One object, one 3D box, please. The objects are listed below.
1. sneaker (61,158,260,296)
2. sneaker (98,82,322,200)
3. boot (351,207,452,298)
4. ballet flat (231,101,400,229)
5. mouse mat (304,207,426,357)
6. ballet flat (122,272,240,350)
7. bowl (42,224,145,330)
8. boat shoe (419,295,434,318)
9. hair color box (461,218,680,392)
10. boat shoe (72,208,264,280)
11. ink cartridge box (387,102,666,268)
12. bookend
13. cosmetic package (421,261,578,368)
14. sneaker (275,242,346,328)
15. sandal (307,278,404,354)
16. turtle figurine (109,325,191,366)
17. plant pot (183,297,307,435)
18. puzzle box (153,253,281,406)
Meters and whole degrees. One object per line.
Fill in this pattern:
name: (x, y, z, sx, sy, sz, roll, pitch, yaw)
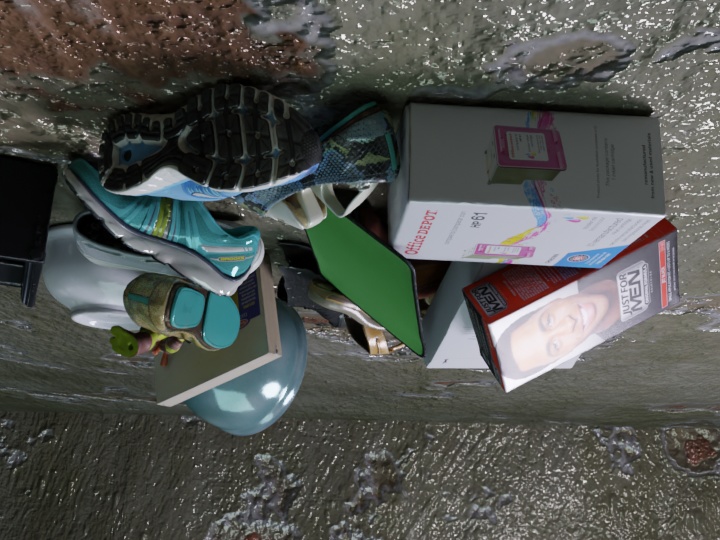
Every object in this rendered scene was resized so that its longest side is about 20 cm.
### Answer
sneaker: (-0.185, -0.053, 0.758, 0.199, 0.080, 0.077, 31, -177, -28)
sneaker: (-0.110, -0.094, 0.630, 0.197, 0.080, 0.090, 2, 176, 30)
boot: (0.097, -0.024, 0.832, 0.196, 0.069, 0.189, -9, 147, 14)
ballet flat: (-0.040, -0.070, 0.658, 0.073, 0.076, 0.199, 13, 161, -33)
mouse mat: (0.000, 0.000, 0.780, 0.160, 0.008, 0.201, 38, 163, 25)
ballet flat: (-0.181, 0.039, 0.816, 0.069, 0.072, 0.200, -1, 170, 10)
bowl: (-0.295, 0.018, 0.969, 0.197, 0.092, 0.201, 1, 164, 0)
boat shoe: (0.077, 0.027, 0.980, 0.062, 0.075, 0.198, 13, 159, -40)
hair color box: (0.205, 0.024, 0.770, 0.198, 0.061, 0.102, -26, 130, -4)
boat shoe: (-0.200, -0.030, 0.830, 0.197, 0.071, 0.072, 5, 165, -4)
ink cartridge box: (0.123, -0.064, 0.656, 0.196, 0.086, 0.145, 4, 164, -3)
bookend: (-0.406, -0.042, 0.770, 0.197, 0.094, 0.198, 10, 162, -23)
cosmetic package: (0.173, 0.037, 0.852, 0.197, 0.052, 0.152, 4, 129, -26)
sneaker: (-0.058, 0.022, 1.015, 0.102, 0.061, 0.200, 1, 158, -7)
sandal: (0.008, 0.069, 0.954, 0.199, 0.055, 0.080, 28, 179, -38)
turtle figurine: (-0.211, 0.058, 0.921, 0.201, 0.064, 0.161, -51, 164, 22)
plant pot: (-0.190, 0.112, 1.097, 0.198, 0.204, 0.134, -10, 155, 34)
puzzle box: (-0.183, 0.075, 0.993, 0.198, 0.135, 0.025, -25, 151, 30)
